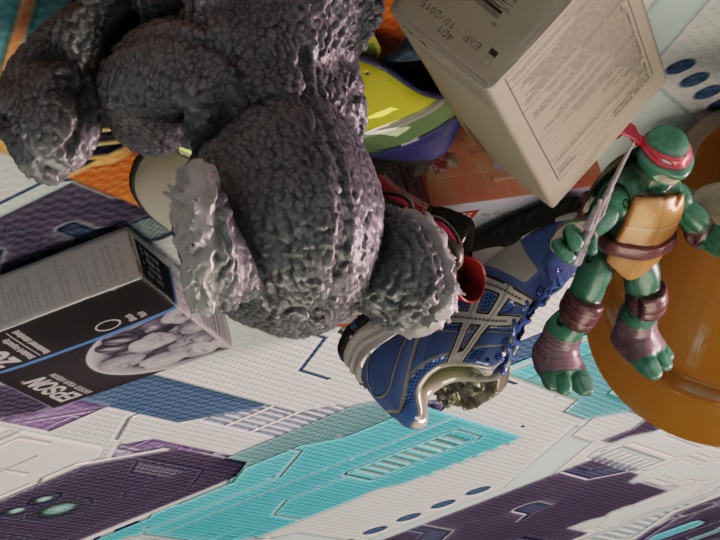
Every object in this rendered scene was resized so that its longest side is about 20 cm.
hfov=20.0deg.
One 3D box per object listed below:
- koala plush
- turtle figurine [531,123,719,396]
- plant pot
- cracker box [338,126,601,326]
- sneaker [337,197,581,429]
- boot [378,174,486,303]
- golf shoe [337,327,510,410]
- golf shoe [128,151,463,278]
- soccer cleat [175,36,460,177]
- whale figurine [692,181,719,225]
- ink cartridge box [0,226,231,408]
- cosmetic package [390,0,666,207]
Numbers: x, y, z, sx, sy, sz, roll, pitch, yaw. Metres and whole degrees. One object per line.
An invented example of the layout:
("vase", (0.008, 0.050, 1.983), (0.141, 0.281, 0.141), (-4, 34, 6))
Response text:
("koala plush", (-0.048, -0.053, 0.939), (0.176, 0.201, 0.184), (13, 131, -37))
("turtle figurine", (0.171, -0.015, 1.228), (0.148, 0.101, 0.201), (3, 134, -14))
("plant pot", (0.265, -0.009, 1.420), (0.198, 0.201, 0.184), (-13, 146, -10))
("cracker box", (0.055, -0.031, 1.360), (0.133, 0.058, 0.200), (-8, 160, -28))
("sneaker", (0.085, 0.026, 1.309), (0.199, 0.077, 0.076), (-35, 160, 7))
("boot", (0.000, 0.000, 1.270), (0.143, 0.073, 0.200), (29, 154, 0))
("golf shoe", (0.066, 0.046, 1.513), (0.097, 0.079, 0.199), (-26, -162, -24))
("golf shoe", (-0.040, -0.029, 1.141), (0.198, 0.078, 0.088), (18, -166, 6))
("soccer cleat", (-0.029, -0.099, 1.120), (0.198, 0.065, 0.084), (1, 126, -31))
("whale figurine", (0.299, -0.067, 1.295), (0.200, 0.159, 0.104), (-39, 163, -12))
("ink cartridge box", (-0.209, 0.045, 1.380), (0.198, 0.044, 0.198), (-18, 162, 9))
("cosmetic package", (0.093, -0.117, 1.067), (0.105, 0.071, 0.200), (-48, 160, -3))
